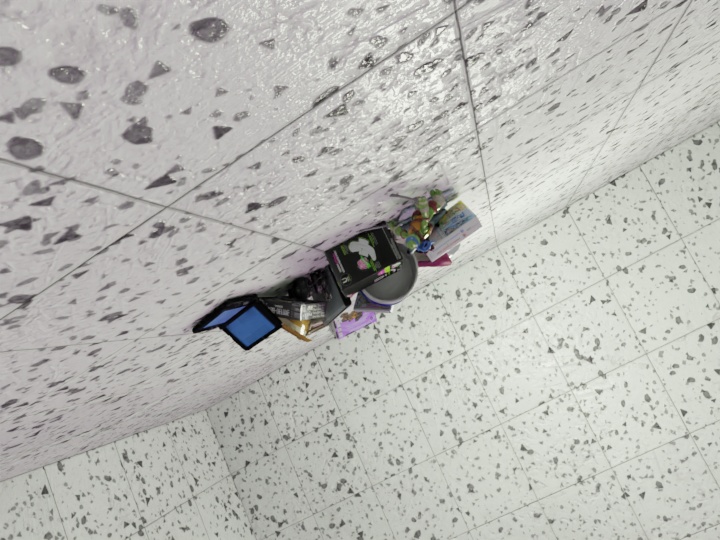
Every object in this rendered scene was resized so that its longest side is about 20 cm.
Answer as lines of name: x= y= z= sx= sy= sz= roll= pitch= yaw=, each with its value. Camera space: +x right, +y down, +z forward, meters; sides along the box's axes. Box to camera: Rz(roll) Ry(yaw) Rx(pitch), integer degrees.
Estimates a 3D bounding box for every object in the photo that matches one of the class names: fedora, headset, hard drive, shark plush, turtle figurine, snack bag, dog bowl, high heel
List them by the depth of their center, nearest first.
turtle figurine: x=0.131 y=-0.154 z=1.418 sx=0.194 sy=0.196 sz=0.147 roll=-49 pitch=160 yaw=-48
shark plush: x=0.182 y=-0.125 z=1.612 sx=0.195 sy=0.092 sz=0.085 roll=-19 pitch=139 yaw=-12
snack bag: x=0.182 y=-0.169 z=1.627 sx=0.184 sy=0.022 sz=0.200 roll=-24 pitch=169 yaw=-17
headset: x=-0.146 y=0.059 z=1.678 sx=0.121 sy=0.097 sz=0.199 roll=-21 pitch=179 yaw=-31
dog bowl: x=0.080 y=0.005 z=1.698 sx=0.196 sy=0.204 sz=0.079 roll=-25 pitch=170 yaw=-8
hard drive: x=-0.099 y=0.079 z=1.764 sx=0.032 sy=0.143 sz=0.200 roll=-17 pitch=167 yaw=-30
high heel: x=0.211 y=-0.026 z=1.788 sx=0.199 sy=0.095 sz=0.068 roll=-31 pitch=-152 yaw=51
fedora: x=-0.237 y=0.167 z=1.858 sx=0.083 sy=0.197 sz=0.201 roll=-60 pitch=175 yaw=-10

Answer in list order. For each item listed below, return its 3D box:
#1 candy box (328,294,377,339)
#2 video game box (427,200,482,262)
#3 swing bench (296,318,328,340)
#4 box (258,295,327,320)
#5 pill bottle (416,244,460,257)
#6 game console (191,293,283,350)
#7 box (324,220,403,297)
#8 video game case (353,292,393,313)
candy box: x=-0.043 y=0.112 z=1.915 sx=0.164 sy=0.205 sz=0.071 roll=-23 pitch=-152 yaw=-20
video game box: x=0.262 y=-0.123 z=1.656 sx=0.180 sy=0.047 sz=0.201 roll=-37 pitch=-162 yaw=10
swing bench: x=-0.159 y=0.162 z=2.048 sx=0.195 sy=0.132 sz=0.200 roll=-24 pitch=170 yaw=-21
box: x=-0.210 y=0.114 z=1.682 sx=0.153 sy=0.052 sz=0.199 roll=7 pitch=-179 yaw=20
pill bottle: x=0.251 y=-0.083 z=1.848 sx=0.117 sy=0.123 sz=0.199 roll=-22 pitch=-179 yaw=-22
game console: x=-0.356 y=0.165 z=1.582 sx=0.198 sy=0.119 sz=0.174 roll=-34 pitch=168 yaw=32
box: x=0.013 y=-0.027 z=1.582 sx=0.196 sy=0.127 sz=0.149 roll=-26 pitch=169 yaw=-2
video game case: x=0.062 y=0.042 z=1.793 sx=0.139 sy=0.205 sz=0.018 roll=-1 pitch=149 yaw=31
